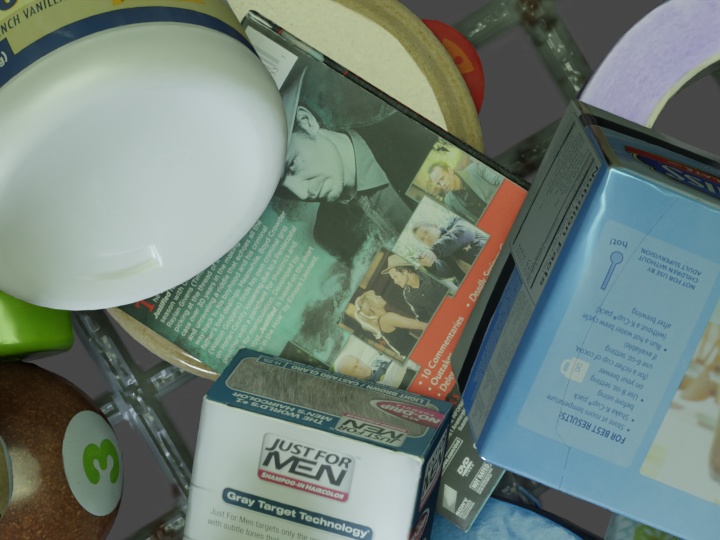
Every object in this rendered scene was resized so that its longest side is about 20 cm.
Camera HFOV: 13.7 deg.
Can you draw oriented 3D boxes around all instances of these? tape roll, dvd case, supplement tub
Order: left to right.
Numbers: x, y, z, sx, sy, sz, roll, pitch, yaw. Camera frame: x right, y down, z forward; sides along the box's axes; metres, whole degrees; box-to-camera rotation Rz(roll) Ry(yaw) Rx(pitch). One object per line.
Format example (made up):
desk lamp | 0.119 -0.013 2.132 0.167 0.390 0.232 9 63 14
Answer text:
supplement tub | -0.128 -0.097 1.258 0.144 0.145 0.200 -29 51 0
dvd case | 0.000 0.000 1.302 0.200 0.022 0.146 31 101 5
tape roll | 0.184 -0.031 1.337 0.199 0.085 0.201 0 87 1

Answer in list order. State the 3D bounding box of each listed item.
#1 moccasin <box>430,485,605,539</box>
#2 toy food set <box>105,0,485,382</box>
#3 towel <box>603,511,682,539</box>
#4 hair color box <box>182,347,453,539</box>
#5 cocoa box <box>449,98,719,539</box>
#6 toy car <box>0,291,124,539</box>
moccasin | 0.109 0.162 1.342 0.200 0.068 0.081 32 97 3
toy food set | -0.035 -0.043 1.358 0.200 0.049 0.198 34 89 2
towel | 0.182 0.148 1.284 0.171 0.200 0.048 23 120 2
hair color box | -0.027 0.143 1.300 0.100 0.061 0.201 15 115 10
cocoa box | 0.155 0.036 1.214 0.200 0.131 0.134 22 102 -8
toy car | -0.166 0.085 1.207 0.157 0.200 0.165 -8 84 -12
